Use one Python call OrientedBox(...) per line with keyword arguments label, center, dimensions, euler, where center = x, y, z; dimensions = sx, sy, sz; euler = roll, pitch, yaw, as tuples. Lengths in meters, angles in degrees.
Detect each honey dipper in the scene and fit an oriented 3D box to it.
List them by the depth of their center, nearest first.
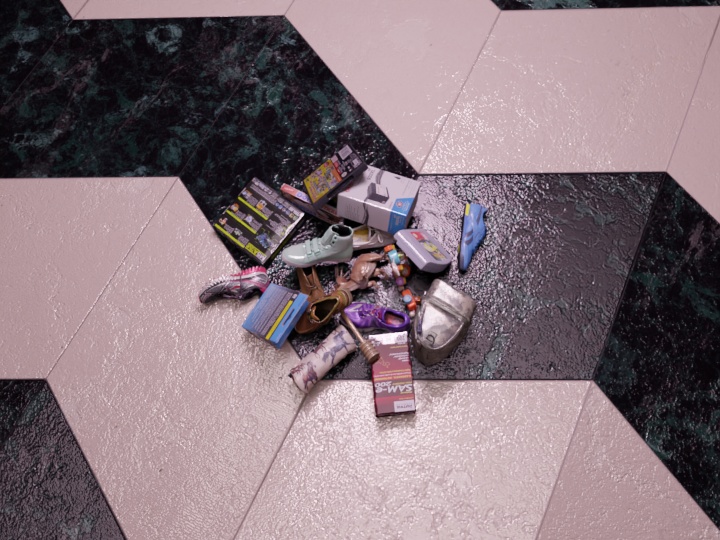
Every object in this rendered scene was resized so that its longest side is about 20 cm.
OrientedBox(label="honey dipper", center=(-0.018, 0.148, 1.525), dimensions=(0.038, 0.038, 0.201), euler=(-31, 64, -9))

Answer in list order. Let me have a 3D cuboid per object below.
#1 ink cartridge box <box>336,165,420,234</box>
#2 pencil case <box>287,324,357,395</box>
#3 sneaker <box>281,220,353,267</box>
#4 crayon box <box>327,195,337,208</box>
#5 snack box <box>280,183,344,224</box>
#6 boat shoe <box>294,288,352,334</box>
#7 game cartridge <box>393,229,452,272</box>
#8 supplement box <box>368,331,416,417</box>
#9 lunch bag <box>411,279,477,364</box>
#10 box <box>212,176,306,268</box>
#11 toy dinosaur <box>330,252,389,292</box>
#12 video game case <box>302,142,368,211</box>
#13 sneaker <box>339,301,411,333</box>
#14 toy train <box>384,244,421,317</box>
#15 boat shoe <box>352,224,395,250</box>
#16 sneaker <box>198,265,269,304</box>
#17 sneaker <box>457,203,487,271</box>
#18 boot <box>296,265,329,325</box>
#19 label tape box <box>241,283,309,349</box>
OrientedBox(label="ink cartridge box", center=(0.049, -0.196, 1.599), dimensions=(0.196, 0.085, 0.147), euler=(19, 52, 9))
OrientedBox(label="pencil case", center=(-0.094, 0.230, 1.524), dimensions=(0.199, 0.090, 0.078), euler=(-41, 82, -15))
OrientedBox(label="sneaker", center=(-0.112, -0.076, 1.552), dimensions=(0.195, 0.120, 0.075), euler=(-7, 51, -15))
OrientedBox(label="crayon box", center=(-0.017, -0.227, 1.706), dimensions=(0.197, 0.052, 0.127), euler=(30, 74, 12))
OrientedBox(label="snack box", center=(-0.137, -0.184, 1.683), dimensions=(0.197, 0.072, 0.025), euler=(27, 72, 11))
OrientedBox(label="boat shoe", center=(-0.113, 0.107, 1.527), dimensions=(0.199, 0.068, 0.073), euler=(-38, 81, 28))
OrientedBox(label="game cartridge", center=(0.175, -0.053, 1.567), dimensions=(0.041, 0.199, 0.134), euler=(-45, 75, 23))
OrientedBox(label="supplement box", center=(0.081, 0.268, 1.516), dimensions=(0.106, 0.061, 0.205), euler=(-6, 70, 1))
OrientedBox(label="lunch bag", center=(0.197, 0.143, 1.483), dimensions=(0.137, 0.201, 0.170), euler=(27, 71, 12))
OrientedBox(label="box", center=(-0.289, -0.139, 1.688), dimensions=(0.198, 0.048, 0.195), euler=(35, 77, 13))
OrientedBox(label="toy dinosaur", center=(0.000, 0.000, 1.612), dimensions=(0.134, 0.087, 0.200), euler=(12, 47, 43))
OrientedBox(label="video game case", center=(-0.074, -0.262, 1.617), dimensions=(0.179, 0.026, 0.201), euler=(-38, 29, 6))
OrientedBox(label="sneaker", center=(0.040, 0.117, 1.560), dimensions=(0.195, 0.084, 0.083), euler=(6, 69, 7))
OrientedBox(label="toy train", center=(0.119, 0.019, 1.551), dimensions=(0.055, 0.202, 0.152), euler=(-21, 45, 0))
OrientedBox(label="boat shoe", center=(0.034, -0.106, 1.635), dimensions=(0.197, 0.086, 0.077), euler=(-11, 81, -1))
OrientedBox(label="sneaker", center=(-0.345, 0.051, 1.601), dimensions=(0.196, 0.081, 0.076), euler=(-18, 72, -5))
OrientedBox(label="sneaker", center=(0.315, -0.092, 1.636), dimensions=(0.076, 0.066, 0.205), euler=(12, 71, 2))
OrientedBox(label="boot", center=(-0.133, 0.051, 1.597), dimensions=(0.072, 0.076, 0.204), euler=(-19, 71, -7))
OrientedBox(label="label tape box", center=(-0.206, 0.122, 1.520), dimensions=(0.198, 0.063, 0.146), euler=(13, 65, 52))
